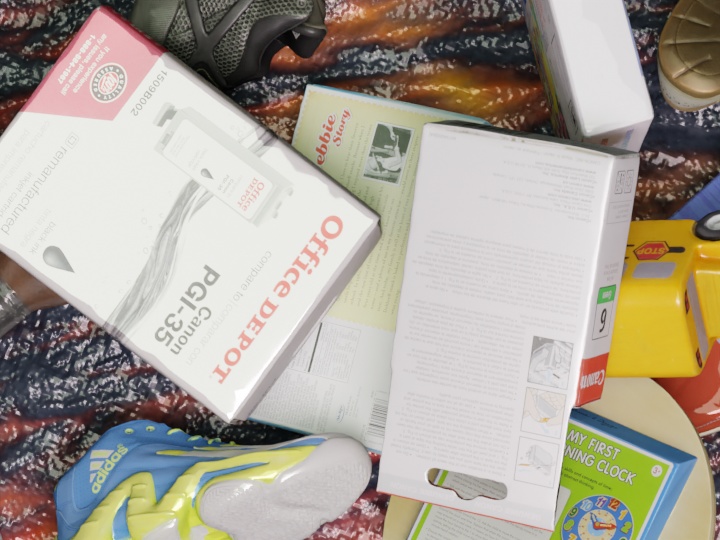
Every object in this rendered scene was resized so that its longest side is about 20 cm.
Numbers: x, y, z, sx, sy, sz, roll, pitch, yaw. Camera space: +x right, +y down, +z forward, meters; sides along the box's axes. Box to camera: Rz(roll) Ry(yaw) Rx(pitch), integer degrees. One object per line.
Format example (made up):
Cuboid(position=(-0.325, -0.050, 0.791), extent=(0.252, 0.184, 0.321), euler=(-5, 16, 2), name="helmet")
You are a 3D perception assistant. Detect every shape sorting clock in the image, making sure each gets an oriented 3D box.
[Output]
Cuboid(position=(0.102, 0.141, 1.475), extent=(0.199, 0.039, 0.201), euler=(-13, 65, 28), name="shape sorting clock")

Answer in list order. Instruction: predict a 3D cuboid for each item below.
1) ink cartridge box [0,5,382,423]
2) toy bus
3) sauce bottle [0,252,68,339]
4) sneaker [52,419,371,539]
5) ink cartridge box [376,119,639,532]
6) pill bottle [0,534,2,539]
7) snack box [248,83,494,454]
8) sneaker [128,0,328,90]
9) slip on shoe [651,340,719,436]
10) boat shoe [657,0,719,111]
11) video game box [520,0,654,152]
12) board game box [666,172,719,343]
Cuboid(position=(-0.105, -0.030, 1.512), extent=(0.200, 0.083, 0.147), euler=(37, 88, 2), name="ink cartridge box")
Cuboid(position=(0.132, 0.016, 1.482), extent=(0.199, 0.078, 0.065), euler=(-1, 122, 23), name="toy bus")
Cuboid(position=(-0.165, -0.025, 1.584), extent=(0.200, 0.065, 0.065), euler=(-42, 83, -3), name="sauce bottle")
Cuboid(position=(-0.095, 0.114, 1.534), extent=(0.199, 0.076, 0.105), euler=(-22, 52, 7), name="sneaker")
Cuboid(position=(0.077, 0.027, 1.432), extent=(0.108, 0.050, 0.201), euler=(11, 99, 22), name="ink cartridge box")
Cuboid(position=(-0.315, 0.175, 1.548), extent=(0.199, 0.113, 0.114), euler=(15, 85, 6), name="pill bottle")
Cuboid(position=(0.000, 0.000, 1.571), extent=(0.115, 0.037, 0.201), euler=(13, 85, 21), name="snack box")
Cuboid(position=(-0.057, -0.199, 1.593), extent=(0.114, 0.076, 0.201), euler=(18, 88, 4), name="sneaker")
Cuboid(position=(0.144, 0.061, 1.555), extent=(0.198, 0.061, 0.075), euler=(1, 82, 3), name="slip on shoe")
Cuboid(position=(0.237, -0.174, 1.572), extent=(0.074, 0.066, 0.200), euler=(42, 75, 8), name="boat shoe")
Cuboid(position=(0.116, -0.159, 1.521), extent=(0.046, 0.182, 0.201), euler=(-13, 83, -2), name="video game box")
Cuboid(position=(0.297, -0.004, 1.543), extent=(0.200, 0.041, 0.200), euler=(-41, 83, -13), name="board game box")
